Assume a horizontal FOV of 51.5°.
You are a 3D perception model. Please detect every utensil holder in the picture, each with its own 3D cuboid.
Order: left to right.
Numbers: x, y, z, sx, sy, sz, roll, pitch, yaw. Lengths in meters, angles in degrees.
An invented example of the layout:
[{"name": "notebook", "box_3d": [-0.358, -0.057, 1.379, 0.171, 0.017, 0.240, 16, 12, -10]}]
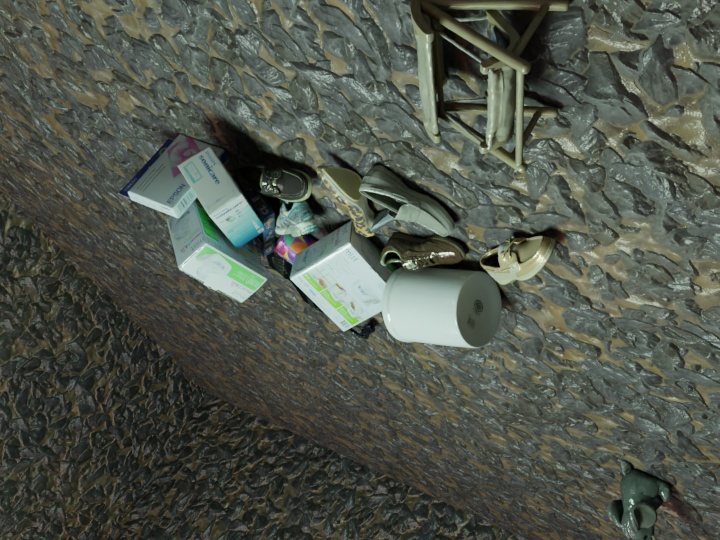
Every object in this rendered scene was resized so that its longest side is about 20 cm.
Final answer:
[{"name": "utensil holder", "box_3d": [0.174, 0.075, 1.583, 0.199, 0.170, 0.170, 1, 141, 45]}]

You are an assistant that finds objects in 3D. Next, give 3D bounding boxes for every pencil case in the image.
[{"name": "pencil case", "box_3d": [-0.116, -0.028, 1.848, 0.200, 0.089, 0.088, 36, 156, -5]}]

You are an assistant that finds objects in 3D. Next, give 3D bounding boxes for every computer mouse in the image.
[{"name": "computer mouse", "box_3d": [-0.047, 0.126, 2.110, 0.199, 0.046, 0.141, 26, 160, 5]}]

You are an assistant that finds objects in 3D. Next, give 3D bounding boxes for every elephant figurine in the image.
[{"name": "elephant figurine", "box_3d": [0.708, 0.626, 1.906, 0.155, 0.200, 0.142, 19, 153, 29]}]

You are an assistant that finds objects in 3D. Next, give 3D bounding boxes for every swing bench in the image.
[{"name": "swing bench", "box_3d": [0.156, -0.265, 1.001, 0.199, 0.130, 0.199, 23, 155, 23]}]

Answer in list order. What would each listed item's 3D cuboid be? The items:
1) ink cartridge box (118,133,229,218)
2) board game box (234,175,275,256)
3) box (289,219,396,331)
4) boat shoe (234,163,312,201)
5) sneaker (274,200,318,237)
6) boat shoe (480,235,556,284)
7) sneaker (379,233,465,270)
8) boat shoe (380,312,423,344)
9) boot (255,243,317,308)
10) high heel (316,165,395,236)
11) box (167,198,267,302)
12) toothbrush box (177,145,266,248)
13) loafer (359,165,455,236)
[{"name": "ink cartridge box", "box_3d": [-0.439, -0.229, 1.731, 0.199, 0.197, 0.043, 21, 152, 25]}, {"name": "board game box", "box_3d": [-0.255, -0.135, 1.810, 0.136, 0.035, 0.200, 55, 162, 18]}, {"name": "box", "box_3d": [-0.028, 0.016, 1.707, 0.176, 0.097, 0.200, -31, 120, 24]}, {"name": "boat shoe", "box_3d": [-0.192, -0.190, 1.610, 0.199, 0.074, 0.065, 13, -169, 37]}, {"name": "sneaker", "box_3d": [-0.152, -0.130, 1.737, 0.200, 0.077, 0.087, 10, 115, 65]}, {"name": "boat shoe", "box_3d": [0.281, -0.025, 1.368, 0.069, 0.074, 0.200, 31, 158, -9]}, {"name": "sneaker", "box_3d": [0.127, -0.027, 1.554, 0.199, 0.076, 0.071, 8, 146, 45]}, {"name": "boat shoe", "box_3d": [0.087, 0.120, 1.870, 0.199, 0.065, 0.073, 27, -171, 16]}, {"name": "boot", "box_3d": [-0.188, 0.006, 2.000, 0.157, 0.080, 0.212, 9, 137, 31]}, {"name": "high heel", "box_3d": [-0.032, -0.138, 1.542, 0.200, 0.072, 0.142, 32, 151, -19]}, {"name": "box", "box_3d": [-0.337, -0.047, 1.743, 0.200, 0.097, 0.177, 36, -160, -43]}, {"name": "toothbrush box", "box_3d": [-0.297, -0.156, 1.628, 0.147, 0.085, 0.200, 55, 175, 19]}, {"name": "loafer", "box_3d": [0.088, -0.121, 1.431, 0.200, 0.070, 0.070, 33, 156, 2]}]
